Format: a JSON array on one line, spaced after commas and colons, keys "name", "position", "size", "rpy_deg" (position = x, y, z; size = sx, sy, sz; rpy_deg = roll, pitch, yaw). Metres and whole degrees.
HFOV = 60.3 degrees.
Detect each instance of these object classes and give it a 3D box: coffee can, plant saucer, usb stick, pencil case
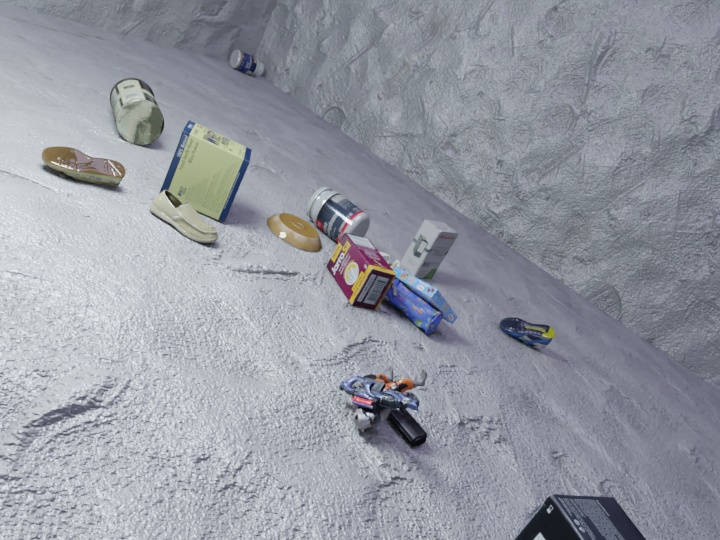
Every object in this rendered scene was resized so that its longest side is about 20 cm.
[{"name": "coffee can", "position": [-0.721, -0.513, 1.994], "size": [0.144, 0.148, 0.201], "rpy_deg": [14, 26, -36]}, {"name": "plant saucer", "position": [-0.205, -0.132, 1.993], "size": [0.197, 0.036, 0.201], "rpy_deg": [27, 20, -11]}, {"name": "usb stick", "position": [0.071, 0.307, 1.373], "size": [0.055, 0.033, 0.200], "rpy_deg": [-5, 40, -45]}, {"name": "pencil case", "position": [0.154, 0.106, 1.875], "size": [0.199, 0.078, 0.087], "rpy_deg": [38, -13, 19]}]

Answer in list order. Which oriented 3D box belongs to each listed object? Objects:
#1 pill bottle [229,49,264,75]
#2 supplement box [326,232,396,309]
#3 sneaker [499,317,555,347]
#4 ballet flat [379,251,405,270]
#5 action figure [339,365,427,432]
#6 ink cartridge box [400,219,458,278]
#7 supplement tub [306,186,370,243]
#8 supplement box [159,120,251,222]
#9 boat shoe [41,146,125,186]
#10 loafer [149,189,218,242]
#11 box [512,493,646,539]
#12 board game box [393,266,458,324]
[{"name": "pill bottle", "position": [-0.699, -1.277, 3.830], "size": [0.198, 0.112, 0.111], "rpy_deg": [9, 29, -45]}, {"name": "supplement box", "position": [0.000, 0.000, 1.838], "size": [0.102, 0.132, 0.201], "rpy_deg": [14, 25, -36]}, {"name": "sneaker", "position": [0.595, 0.230, 2.235], "size": [0.196, 0.083, 0.075], "rpy_deg": [15, 47, 9]}, {"name": "ballet flat", "position": [0.097, -0.016, 2.105], "size": [0.197, 0.070, 0.070], "rpy_deg": [25, 21, -16]}, {"name": "action figure", "position": [0.063, 0.275, 1.299], "size": [0.198, 0.107, 0.192], "rpy_deg": [13, 32, 43]}, {"name": "ink cartridge box", "position": [0.249, -0.076, 2.258], "size": [0.084, 0.202, 0.144], "rpy_deg": [41, 23, 29]}, {"name": "supplement tub", "position": [-0.077, -0.182, 2.135], "size": [0.199, 0.142, 0.140], "rpy_deg": [38, 22, 20]}, {"name": "supplement box", "position": [-0.442, -0.285, 1.778], "size": [0.197, 0.202, 0.135], "rpy_deg": [22, 20, -17]}, {"name": "boat shoe", "position": [-0.703, -0.255, 1.569], "size": [0.197, 0.063, 0.075], "rpy_deg": [14, 52, -32]}, {"name": "loafer", "position": [-0.456, -0.141, 1.618], "size": [0.197, 0.069, 0.076], "rpy_deg": [30, 20, -3]}, {"name": "box", "position": [0.369, 0.507, 1.087], "size": [0.197, 0.199, 0.118], "rpy_deg": [15, 25, -35]}, {"name": "board game box", "position": [0.197, 0.076, 1.918], "size": [0.199, 0.037, 0.152], "rpy_deg": [30, -14, 49]}]
